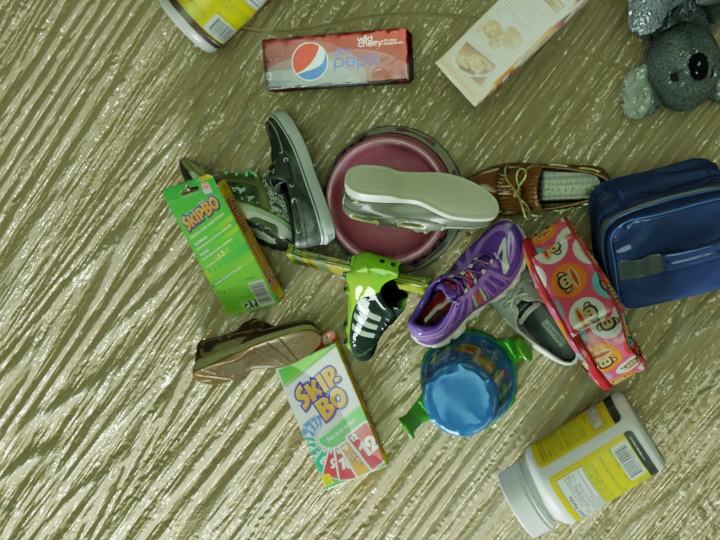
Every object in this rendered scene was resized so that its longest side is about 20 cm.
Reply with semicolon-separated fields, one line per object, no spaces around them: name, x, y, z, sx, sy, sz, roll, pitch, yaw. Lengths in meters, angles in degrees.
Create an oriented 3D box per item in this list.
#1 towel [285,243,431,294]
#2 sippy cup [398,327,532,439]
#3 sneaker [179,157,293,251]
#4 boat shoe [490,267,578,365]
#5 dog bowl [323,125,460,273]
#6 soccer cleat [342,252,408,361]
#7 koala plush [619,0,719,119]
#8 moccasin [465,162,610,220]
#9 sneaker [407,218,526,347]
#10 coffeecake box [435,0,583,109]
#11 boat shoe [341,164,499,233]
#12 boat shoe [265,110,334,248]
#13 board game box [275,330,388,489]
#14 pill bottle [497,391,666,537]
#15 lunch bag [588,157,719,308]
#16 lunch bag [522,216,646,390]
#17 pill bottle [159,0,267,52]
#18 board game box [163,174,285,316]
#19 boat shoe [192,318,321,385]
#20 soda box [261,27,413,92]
towel;0.000;0.000;1.422;0.197;0.086;0.018;14;84;7
sippy cup;0.137;0.155;1.387;0.138;0.130;0.180;20;100;8
sneaker;-0.159;-0.108;1.459;0.199;0.077;0.089;32;68;6
boat shoe;0.221;0.045;1.400;0.199;0.065;0.074;41;100;3
dog bowl;0.039;-0.093;1.413;0.197;0.074;0.204;1;95;8
soccer cleat;0.020;0.056;1.385;0.080;0.068;0.201;9;140;9
koala plush;0.400;-0.292;1.313;0.175;0.184;0.203;-14;114;-2
moccasin;0.226;-0.103;1.375;0.198;0.078;0.075;3;94;5
sneaker;0.138;0.019;1.358;0.080;0.083;0.201;41;94;23
coffeecake box;0.193;-0.301;1.329;0.200;0.153;0.073;-44;88;10
boat shoe;0.074;-0.084;1.341;0.198;0.073;0.061;10;138;-4
boat shoe;-0.093;-0.122;1.407;0.056;0.069;0.202;-17;70;-16
board game box;-0.043;0.193;1.468;0.094;0.030;0.202;-23;89;10
pill bottle;0.287;0.257;1.384;0.199;0.114;0.115;-33;89;10
lunch bag;0.391;-0.042;1.306;0.197;0.133;0.137;-15;121;5
lunch bag;0.286;0.045;1.330;0.081;0.176;0.202;-29;64;13
pill bottle;-0.166;-0.394;1.401;0.200;0.109;0.110;-42;88;10
board game box;-0.186;-0.036;1.431;0.095;0.030;0.202;-13;115;33
boat shoe;-0.146;0.096;1.457;0.198;0.072;0.073;-21;52;24
soda box;-0.029;-0.280;1.412;0.197;0.063;0.071;-2;95;9
